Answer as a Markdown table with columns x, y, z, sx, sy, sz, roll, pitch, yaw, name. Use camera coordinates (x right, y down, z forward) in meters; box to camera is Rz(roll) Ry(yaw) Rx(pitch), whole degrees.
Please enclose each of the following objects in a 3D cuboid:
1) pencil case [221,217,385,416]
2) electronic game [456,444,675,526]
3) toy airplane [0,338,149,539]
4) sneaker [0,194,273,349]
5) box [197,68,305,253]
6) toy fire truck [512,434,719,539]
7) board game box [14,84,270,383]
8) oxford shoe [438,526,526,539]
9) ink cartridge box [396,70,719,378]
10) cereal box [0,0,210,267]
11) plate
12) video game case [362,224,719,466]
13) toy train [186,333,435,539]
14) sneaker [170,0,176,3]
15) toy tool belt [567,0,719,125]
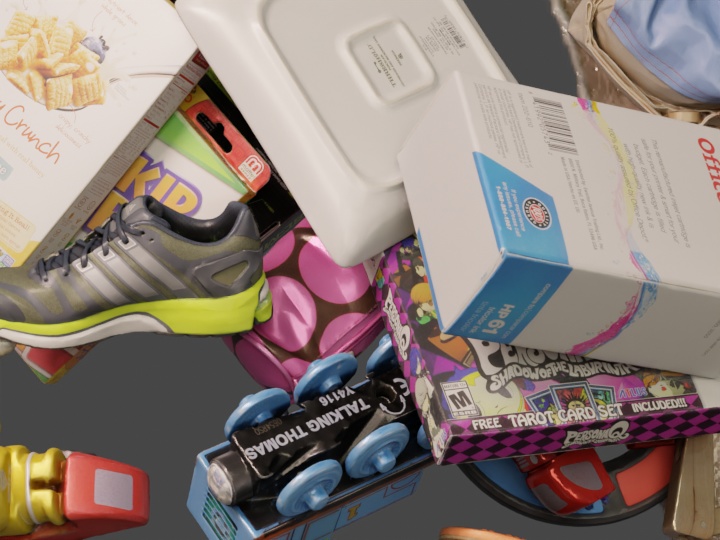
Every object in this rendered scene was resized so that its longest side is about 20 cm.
| x | y | z | sx | sy | sz | roll | pitch | yaw | name |
| --- | --- | --- | --- | --- | --- | --- | --- | --- | --- |
| 0.000 | 0.000 | 1.546 | 0.200 | 0.091 | 0.093 | -45 | 48 | -16 | pencil case |
| 0.140 | 0.069 | 1.567 | 0.198 | 0.042 | 0.201 | 2 | 72 | -7 | electronic game |
| -0.252 | 0.130 | 1.439 | 0.199 | 0.141 | 0.200 | -42 | 83 | -17 | toy airplane |
| -0.151 | -0.005 | 1.454 | 0.199 | 0.074 | 0.081 | -5 | 115 | -15 | sneaker |
| -0.105 | -0.107 | 1.586 | 0.193 | 0.048 | 0.200 | -41 | 83 | -15 | box |
| 0.206 | 0.120 | 1.524 | 0.199 | 0.049 | 0.142 | -28 | 85 | -20 | toy fire truck |
| -0.158 | -0.029 | 1.524 | 0.200 | 0.030 | 0.096 | -43 | 82 | 4 | board game box |
| 0.131 | 0.226 | 1.503 | 0.199 | 0.071 | 0.073 | 29 | 76 | 1 | oxford shoe |
| 0.137 | -0.025 | 1.426 | 0.199 | 0.085 | 0.145 | 9 | 47 | -26 | ink cartridge box |
| -0.202 | -0.109 | 1.510 | 0.144 | 0.040 | 0.200 | 40 | 94 | 20 | cereal box |
| 0.012 | -0.125 | 1.495 | 0.199 | 0.032 | 0.200 | -27 | 80 | -35 | plate |
| 0.114 | 0.030 | 1.475 | 0.199 | 0.036 | 0.182 | -4 | 51 | -21 | video game case |
| -0.012 | 0.110 | 1.473 | 0.199 | 0.115 | 0.087 | -23 | 61 | -29 | toy train |
| -0.060 | -0.183 | 1.556 | 0.199 | 0.070 | 0.076 | -5 | 74 | -12 | sneaker |
| 0.244 | -0.152 | 1.608 | 0.199 | 0.123 | 0.125 | 33 | 71 | 2 | toy tool belt |
